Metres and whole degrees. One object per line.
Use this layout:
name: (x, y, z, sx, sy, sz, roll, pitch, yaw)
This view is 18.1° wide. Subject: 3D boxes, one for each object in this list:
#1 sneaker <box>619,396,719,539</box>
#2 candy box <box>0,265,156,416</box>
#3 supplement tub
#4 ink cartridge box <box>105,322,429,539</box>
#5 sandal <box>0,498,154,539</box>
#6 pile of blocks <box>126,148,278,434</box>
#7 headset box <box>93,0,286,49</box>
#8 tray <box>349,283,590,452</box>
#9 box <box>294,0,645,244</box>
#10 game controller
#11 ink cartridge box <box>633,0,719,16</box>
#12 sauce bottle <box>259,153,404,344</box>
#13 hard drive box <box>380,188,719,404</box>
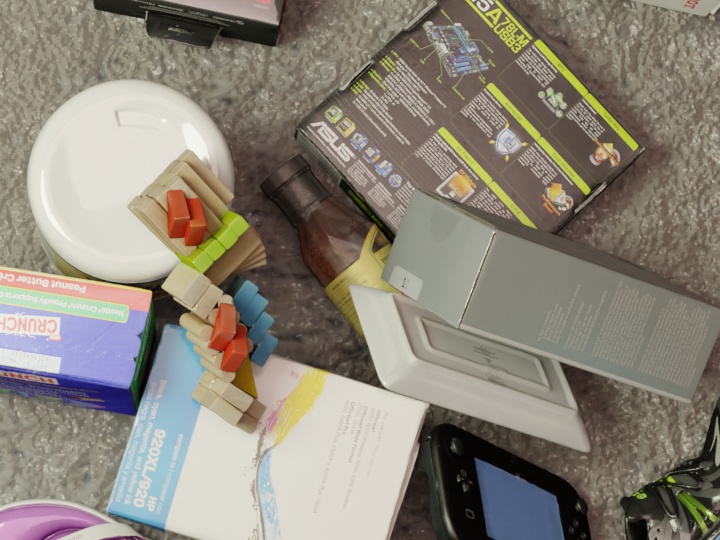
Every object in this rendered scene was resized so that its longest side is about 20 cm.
sneaker: (0.243, 0.179, 1.708, 0.083, 0.071, 0.200, 30, 84, -6)
candy box: (-0.237, 0.048, 1.627, 0.169, 0.200, 0.077, 11, 82, -3)
supplement tub: (-0.167, -0.052, 1.644, 0.144, 0.200, 0.145, 1, 83, -5)
ink cartridge box: (-0.067, 0.140, 1.653, 0.200, 0.147, 0.145, 17, 82, -1)
sandal: (-0.193, 0.221, 1.682, 0.202, 0.050, 0.083, 16, 82, -3)
pile of blocks: (-0.089, 0.019, 1.529, 0.082, 0.062, 0.200, -22, 108, -17)
headset box: (-0.120, -0.269, 1.740, 0.148, 0.075, 0.200, 12, 82, -3)
tray: (0.086, 0.067, 1.659, 0.200, 0.022, 0.107, 19, 35, -33)
box: (0.084, -0.100, 1.747, 0.193, 0.048, 0.200, -43, 87, -10)
game controller: (0.112, 0.181, 1.642, 0.042, 0.200, 0.104, -35, 52, 24)
ink cartridge box: (0.194, -0.270, 1.727, 0.200, 0.146, 0.084, 12, 80, -3)
sauce bottle: (0.000, 0.000, 1.718, 0.066, 0.066, 0.200, -38, 89, -8)
hard drive box: (0.139, 0.017, 1.645, 0.200, 0.156, 0.077, 19, 96, -22)
